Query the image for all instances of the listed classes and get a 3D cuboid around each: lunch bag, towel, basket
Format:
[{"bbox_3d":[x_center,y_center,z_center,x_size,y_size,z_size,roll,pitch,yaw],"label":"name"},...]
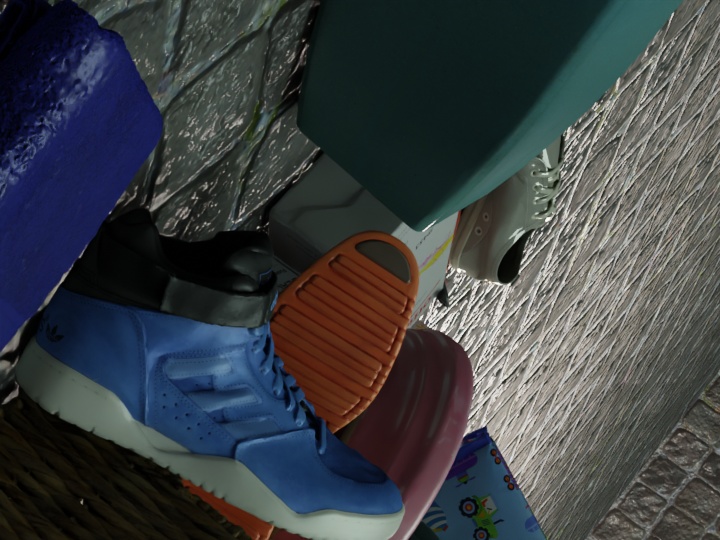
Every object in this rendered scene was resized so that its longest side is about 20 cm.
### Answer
[{"bbox_3d":[0.041,0.228,1.428,0.199,0.152,0.094,-28,178,1],"label":"lunch bag"},{"bbox_3d":[-0.156,-0.005,0.753,0.201,0.049,0.148,-54,172,-8],"label":"towel"},{"bbox_3d":[-0.134,0.179,0.902,0.143,0.199,0.150,-34,155,-54],"label":"basket"}]

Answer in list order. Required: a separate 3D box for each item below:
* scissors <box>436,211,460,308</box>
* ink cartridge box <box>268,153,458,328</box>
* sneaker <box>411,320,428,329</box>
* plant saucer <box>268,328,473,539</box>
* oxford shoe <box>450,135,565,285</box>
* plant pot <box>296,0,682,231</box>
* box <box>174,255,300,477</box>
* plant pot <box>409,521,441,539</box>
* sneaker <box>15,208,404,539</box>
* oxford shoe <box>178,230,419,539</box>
[{"bbox_3d":[0.050,0.013,1.331,0.200,0.014,0.074,-84,-162,-67],"label":"scissors"},{"bbox_3d":[0.000,0.000,1.187,0.117,0.067,0.201,-48,163,-27],"label":"ink cartridge box"},{"bbox_3d":[0.022,0.101,1.419,0.077,0.080,0.201,-49,165,-24],"label":"sneaker"},{"bbox_3d":[-0.021,0.109,1.076,0.201,0.051,0.201,-45,-161,20],"label":"plant saucer"},{"bbox_3d":[0.123,-0.070,1.438,0.075,0.058,0.201,-32,151,-50],"label":"oxford shoe"},{"bbox_3d":[0.063,-0.130,0.994,0.201,0.141,0.141,-55,166,30],"label":"plant pot"},{"bbox_3d":[-0.108,0.085,1.051,0.201,0.060,0.116,-62,163,23],"label":"box"},{"bbox_3d":[-0.003,0.235,1.283,0.200,0.199,0.135,-43,157,-36],"label":"plant pot"},{"bbox_3d":[-0.049,0.045,0.922,0.112,0.199,0.077,-61,-168,8],"label":"sneaker"},{"bbox_3d":[-0.039,0.062,1.005,0.201,0.071,0.073,-54,-175,9],"label":"oxford shoe"}]
